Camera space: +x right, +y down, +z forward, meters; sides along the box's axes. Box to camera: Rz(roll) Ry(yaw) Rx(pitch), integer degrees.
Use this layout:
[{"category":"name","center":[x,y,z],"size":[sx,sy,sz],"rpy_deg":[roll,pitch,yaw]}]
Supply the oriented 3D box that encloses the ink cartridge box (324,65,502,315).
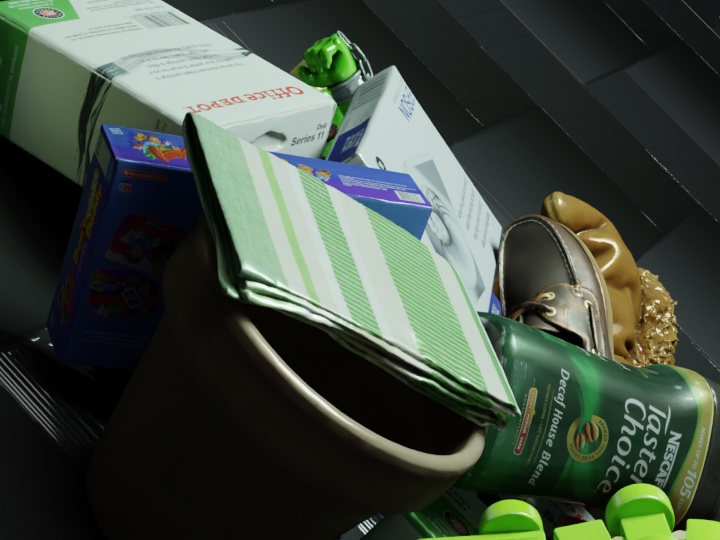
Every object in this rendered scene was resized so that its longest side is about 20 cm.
[{"category":"ink cartridge box","center":[0.052,-0.021,1.355],"size":[0.201,0.040,0.200],"rpy_deg":[56,18,-15]}]

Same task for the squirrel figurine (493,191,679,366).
[{"category":"squirrel figurine","center":[0.197,0.071,1.638],"size":[0.199,0.142,0.188],"rpy_deg":[22,37,-37]}]

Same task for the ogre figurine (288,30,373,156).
[{"category":"ogre figurine","center":[-0.023,-0.092,1.514],"size":[0.120,0.200,0.098],"rpy_deg":[49,43,-1]}]

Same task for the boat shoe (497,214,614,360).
[{"category":"boat shoe","center":[0.131,0.048,1.342],"size":[0.070,0.070,0.201],"rpy_deg":[24,43,-52]}]

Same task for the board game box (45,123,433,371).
[{"category":"board game box","center":[-0.072,-0.003,1.201],"size":[0.198,0.135,0.045],"rpy_deg":[8,26,-25]}]

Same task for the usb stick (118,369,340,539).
[{"category":"usb stick","center":[-0.083,0.093,1.240],"size":[0.200,0.033,0.055],"rpy_deg":[42,28,8]}]

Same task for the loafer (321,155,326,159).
[{"category":"loafer","center":[0.000,0.000,1.360],"size":[0.200,0.071,0.073],"rpy_deg":[51,19,21]}]

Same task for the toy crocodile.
[{"category":"toy crocodile","center":[0.122,0.167,1.136],"size":[0.198,0.062,0.068],"rpy_deg":[-6,27,-3]}]

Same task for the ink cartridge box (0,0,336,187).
[{"category":"ink cartridge box","center":[-0.138,-0.107,1.337],"size":[0.199,0.084,0.146],"rpy_deg":[32,29,29]}]

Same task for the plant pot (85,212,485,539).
[{"category":"plant pot","center":[-0.058,0.087,1.125],"size":[0.200,0.175,0.201],"rpy_deg":[35,24,-18]}]

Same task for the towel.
[{"category":"towel","center":[-0.006,0.002,1.109],"size":[0.199,0.023,0.153],"rpy_deg":[27,27,-32]}]

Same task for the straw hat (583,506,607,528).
[{"category":"straw hat","center":[0.141,0.157,1.435],"size":[0.201,0.084,0.203],"rpy_deg":[-12,90,-84]}]

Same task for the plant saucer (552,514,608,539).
[{"category":"plant saucer","center":[0.171,0.261,1.175],"size":[0.201,0.037,0.200],"rpy_deg":[55,24,-16]}]

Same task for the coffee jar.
[{"category":"coffee jar","center":[0.136,0.096,1.225],"size":[0.199,0.105,0.085],"rpy_deg":[15,-2,-30]}]

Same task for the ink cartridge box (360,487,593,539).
[{"category":"ink cartridge box","center":[0.080,0.192,1.271],"size":[0.147,0.083,0.200],"rpy_deg":[46,22,5]}]
